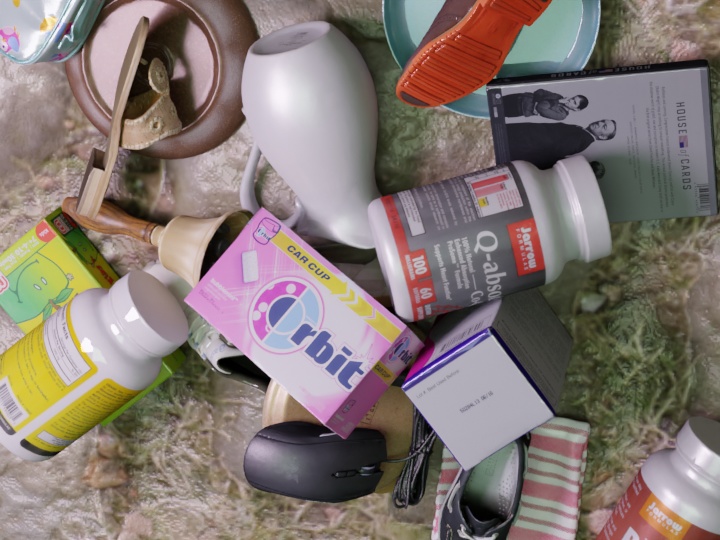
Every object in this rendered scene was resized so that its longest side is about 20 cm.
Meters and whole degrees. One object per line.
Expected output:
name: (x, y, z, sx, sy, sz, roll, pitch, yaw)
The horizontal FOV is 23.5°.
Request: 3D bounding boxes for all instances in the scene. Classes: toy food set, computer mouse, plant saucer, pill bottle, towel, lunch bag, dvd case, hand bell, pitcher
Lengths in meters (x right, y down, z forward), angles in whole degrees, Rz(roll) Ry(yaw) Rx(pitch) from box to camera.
toy food set: (-0.004, 0.126, 1.668, 0.199, 0.049, 0.199, 1, 106, -26)
computer mouse: (-0.004, 0.158, 1.623, 0.200, 0.046, 0.141, 11, 103, -28)
plant saucer: (0.120, -0.239, 1.583, 0.200, 0.027, 0.201, 3, 107, 11)
pill bottle: (0.115, -0.033, 1.549, 0.199, 0.116, 0.116, -16, 104, -1)
pill bottle: (-0.266, 0.089, 1.670, 0.200, 0.112, 0.113, -36, 97, 20)
towel: (0.146, 0.231, 1.724, 0.146, 0.030, 0.201, 8, 108, 9)
lunch bag: (-0.299, -0.296, 1.615, 0.160, 0.077, 0.200, 36, 111, 10)
plant saucer: (-0.195, -0.200, 1.657, 0.200, 0.037, 0.201, 4, 107, 12)
dvd case: (0.222, -0.112, 1.586, 0.199, 0.025, 0.151, -4, 118, 11)
pill bottle: (0.299, 0.244, 1.652, 0.112, 0.112, 0.200, 28, 111, 2)
hand bell: (-0.208, -0.037, 1.690, 0.200, 0.104, 0.104, 18, 111, 26)
pitcher: (-0.058, -0.123, 1.619, 0.171, 0.121, 0.200, -3, 118, 28)

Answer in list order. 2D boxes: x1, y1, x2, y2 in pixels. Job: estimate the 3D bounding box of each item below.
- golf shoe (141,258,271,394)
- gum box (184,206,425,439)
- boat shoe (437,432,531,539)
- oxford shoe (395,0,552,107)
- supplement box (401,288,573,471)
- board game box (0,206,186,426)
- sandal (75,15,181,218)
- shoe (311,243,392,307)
golf shoe: (-0.138, 0.056, 1.694, 0.200, 0.097, 0.078, 28, 113, 4)
gum box: (-0.056, 0.044, 1.581, 0.200, 0.066, 0.114, 39, 87, 24)
boat shoe: (0.117, 0.228, 1.680, 0.075, 0.060, 0.201, 9, 111, 2)
oxford shoe: (0.102, -0.223, 1.552, 0.071, 0.073, 0.200, 24, 130, -31)
supplement box: (0.121, 0.084, 1.592, 0.101, 0.200, 0.103, -34, 99, 20)
board game box: (-0.281, 0.047, 1.746, 0.102, 0.048, 0.200, -37, 97, 19)
sandal: (-0.205, -0.137, 1.633, 0.069, 0.078, 0.212, 17, 117, -15)
shoe: (0.000, 0.000, 1.659, 0.199, 0.070, 0.054, -3, 110, 13)
